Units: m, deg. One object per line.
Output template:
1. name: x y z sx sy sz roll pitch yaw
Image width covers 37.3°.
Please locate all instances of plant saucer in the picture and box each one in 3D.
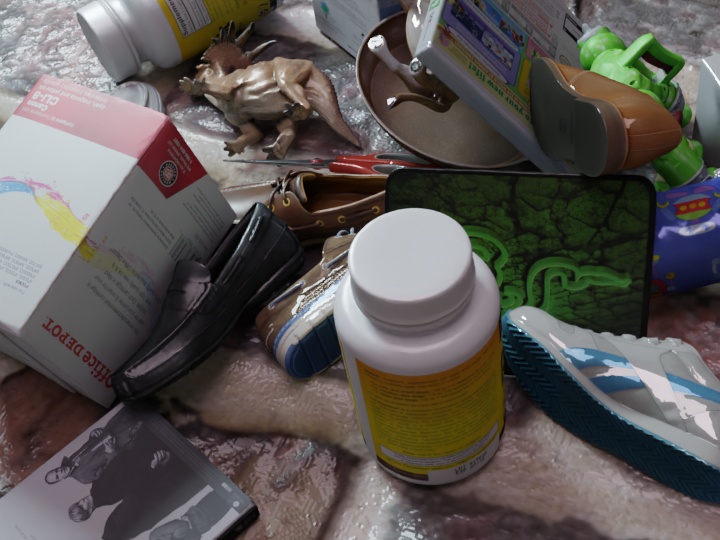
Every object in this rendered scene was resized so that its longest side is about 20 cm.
1. plant saucer: 0.091 -0.164 0.986 0.200 0.034 0.200 5 55 -8

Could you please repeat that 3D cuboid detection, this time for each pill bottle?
1. pill bottle: -0.188 -0.281 1.111 0.200 0.111 0.111 -32 52 -13
2. pill bottle: 0.043 0.053 0.727 0.109 0.200 0.109 -5 49 6

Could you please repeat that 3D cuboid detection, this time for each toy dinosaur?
1. toy dinosaur: -0.088 -0.179 1.032 0.200 0.086 0.136 10 45 11

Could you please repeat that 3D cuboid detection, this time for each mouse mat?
1. mouse mat: 0.115 0.004 0.801 0.200 0.161 0.008 3 16 13

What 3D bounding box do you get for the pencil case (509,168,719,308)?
1. pencil case: 0.213 -0.022 0.818 0.200 0.078 0.087 -13 67 15

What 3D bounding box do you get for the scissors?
1. scissors: -0.026 -0.099 0.987 0.200 0.014 0.073 8 27 26

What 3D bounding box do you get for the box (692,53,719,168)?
1. box: 0.368 -0.090 0.862 0.124 0.098 0.200 -13 49 -1

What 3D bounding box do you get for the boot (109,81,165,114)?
1. boot: -0.244 -0.134 1.007 0.074 0.096 0.200 2 50 11

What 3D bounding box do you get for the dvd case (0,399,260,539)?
1. dvd case: -0.195 0.194 0.765 0.200 0.025 0.150 -40 55 -22

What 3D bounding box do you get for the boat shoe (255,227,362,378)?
1. boat shoe: 0.000 0.000 0.866 0.200 0.072 0.072 -35 51 -19

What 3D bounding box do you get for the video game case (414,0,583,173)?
1. video game case: 0.139 -0.191 0.933 0.022 0.200 0.182 -24 39 44

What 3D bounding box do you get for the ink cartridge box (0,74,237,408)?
1. ink cartridge box: -0.228 -0.022 0.851 0.145 0.145 0.200 21 69 26

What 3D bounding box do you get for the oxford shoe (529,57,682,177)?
1. oxford shoe: 0.179 -0.118 0.813 0.071 0.071 0.200 -8 26 -9

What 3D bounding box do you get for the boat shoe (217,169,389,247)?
1. boat shoe: -0.053 -0.059 0.928 0.200 0.068 0.072 1 50 11

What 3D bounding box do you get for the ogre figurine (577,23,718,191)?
1. ogre figurine: 0.238 -0.139 0.903 0.098 0.120 0.200 -22 46 35

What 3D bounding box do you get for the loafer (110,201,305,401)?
1. loafer: -0.128 0.023 0.850 0.201 0.070 0.068 -46 19 -29

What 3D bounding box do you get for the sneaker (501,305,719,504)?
1. sneaker: 0.191 0.081 0.764 0.200 0.077 0.081 33 63 21

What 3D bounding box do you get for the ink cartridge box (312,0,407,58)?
1. ink cartridge box: 0.008 -0.305 1.041 0.076 0.200 0.136 -32 52 -17

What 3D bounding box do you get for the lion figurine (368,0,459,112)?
1. lion figurine: 0.064 -0.203 0.944 0.072 0.122 0.200 -3 66 32
